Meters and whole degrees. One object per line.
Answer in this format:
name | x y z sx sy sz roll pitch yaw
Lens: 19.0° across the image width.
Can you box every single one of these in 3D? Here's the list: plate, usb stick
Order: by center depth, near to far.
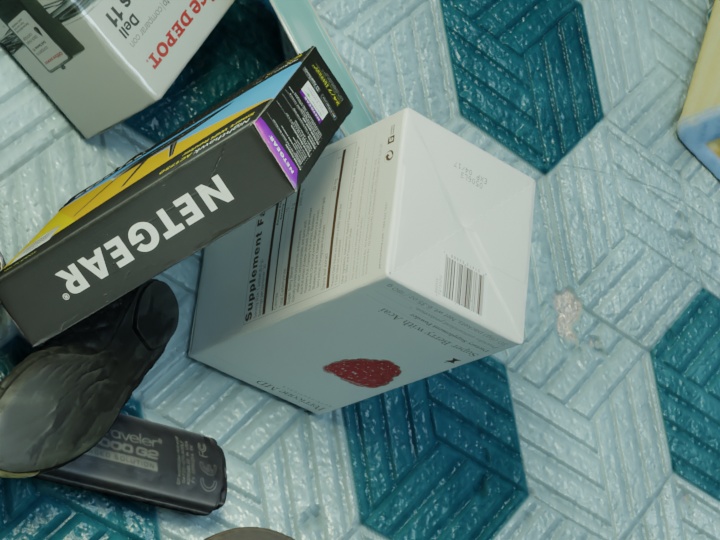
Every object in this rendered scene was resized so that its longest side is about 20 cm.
usb stick | -0.165 0.108 1.310 0.199 0.033 0.056 18 55 -38
plate | -0.026 -0.143 1.450 0.201 0.025 0.200 61 2 -3

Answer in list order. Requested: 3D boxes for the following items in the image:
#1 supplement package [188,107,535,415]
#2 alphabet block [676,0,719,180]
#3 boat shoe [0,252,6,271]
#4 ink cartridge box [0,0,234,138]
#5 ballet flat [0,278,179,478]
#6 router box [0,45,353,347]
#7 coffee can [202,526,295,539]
supplement package | 0.000 0.000 1.387 0.121 0.199 0.121 26 58 -34
alphabet block | 0.417 -0.161 1.855 0.196 0.194 0.201 42 51 -27
boat shoe | -0.277 -0.034 1.232 0.199 0.062 0.073 32 53 -33
ink cartridge box | -0.182 -0.209 1.374 0.200 0.083 0.147 49 48 -21
ballet flat | -0.173 0.066 1.281 0.067 0.056 0.200 64 35 -15
router box | -0.109 -0.045 1.271 0.051 0.199 0.149 55 22 -12
coffee can | -0.114 0.233 1.193 0.146 0.199 0.148 17 63 -38
